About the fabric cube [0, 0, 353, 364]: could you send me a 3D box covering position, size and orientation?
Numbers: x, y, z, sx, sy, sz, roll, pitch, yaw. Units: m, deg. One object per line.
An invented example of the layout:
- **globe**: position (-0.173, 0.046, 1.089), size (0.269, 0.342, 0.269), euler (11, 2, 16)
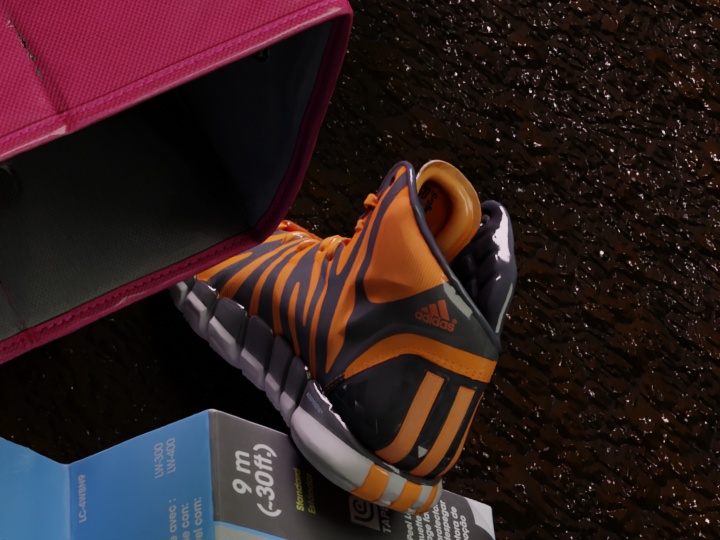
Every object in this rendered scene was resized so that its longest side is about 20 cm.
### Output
- **fabric cube**: position (-0.145, -0.089, 0.841), size (0.200, 0.196, 0.200), euler (-25, 75, -18)

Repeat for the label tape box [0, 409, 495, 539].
- **label tape box**: position (-0.038, 0.131, 0.918), size (0.200, 0.066, 0.144), euler (23, 44, -31)

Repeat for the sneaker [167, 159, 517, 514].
- **sneaker**: position (0.000, 0.000, 0.979), size (0.077, 0.112, 0.200), euler (18, 16, -39)
